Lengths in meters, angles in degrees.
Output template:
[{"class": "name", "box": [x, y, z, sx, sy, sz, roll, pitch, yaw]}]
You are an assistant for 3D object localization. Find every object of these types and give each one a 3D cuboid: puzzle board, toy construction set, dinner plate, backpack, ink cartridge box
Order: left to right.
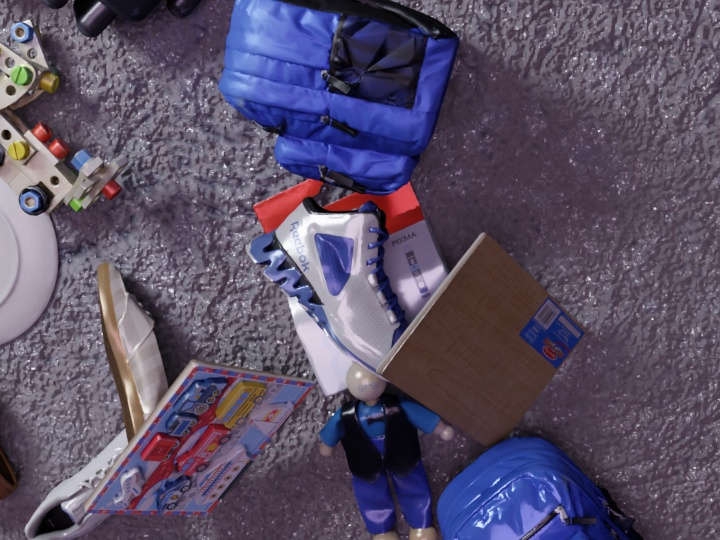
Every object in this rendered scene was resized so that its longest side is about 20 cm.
[{"class": "dinner plate", "box": [-0.409, -0.017, 1.009, 0.197, 0.024, 0.204, 1, 97, 7]}, {"class": "toy construction set", "box": [-0.307, -0.131, 0.953, 0.131, 0.092, 0.200, -43, 81, 10]}, {"class": "puzzle board", "box": [-0.150, 0.169, 0.932, 0.201, 0.150, 0.017, -51, 50, 22]}, {"class": "backpack", "box": [-0.026, -0.166, 0.867, 0.197, 0.163, 0.170, 17, 98, 2]}, {"class": "ink cartridge box", "box": [0.000, 0.000, 0.953, 0.158, 0.047, 0.202, -23, 97, 9]}, {"class": "puzzle board", "box": [0.116, 0.071, 0.899, 0.151, 0.017, 0.199, -52, 132, 1]}, {"class": "backpack", "box": [0.177, 0.262, 0.908, 0.162, 0.168, 0.201, -39, 99, 3]}]

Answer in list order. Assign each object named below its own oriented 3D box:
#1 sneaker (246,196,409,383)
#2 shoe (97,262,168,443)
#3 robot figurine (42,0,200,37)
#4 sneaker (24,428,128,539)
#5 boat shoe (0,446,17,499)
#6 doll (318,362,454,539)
[{"class": "sneaker", "box": [0.000, 0.003, 0.895, 0.199, 0.081, 0.115, 42, 101, 4]}, {"class": "shoe", "box": [-0.221, 0.086, 0.971, 0.053, 0.070, 0.203, -12, 74, -20]}, {"class": "robot figurine", "box": [-0.210, -0.312, 0.893, 0.200, 0.150, 0.125, -46, 75, 10]}, {"class": "sneaker", "box": [-0.254, 0.219, 0.992, 0.199, 0.087, 0.075, -41, 90, 9]}, {"class": "boat shoe", "box": [-0.409, 0.149, 1.011, 0.067, 0.072, 0.203, -14, 102, 3]}, {"class": "doll", "box": [0.027, 0.175, 0.955, 0.134, 0.049, 0.203, -13, 110, 7]}]
